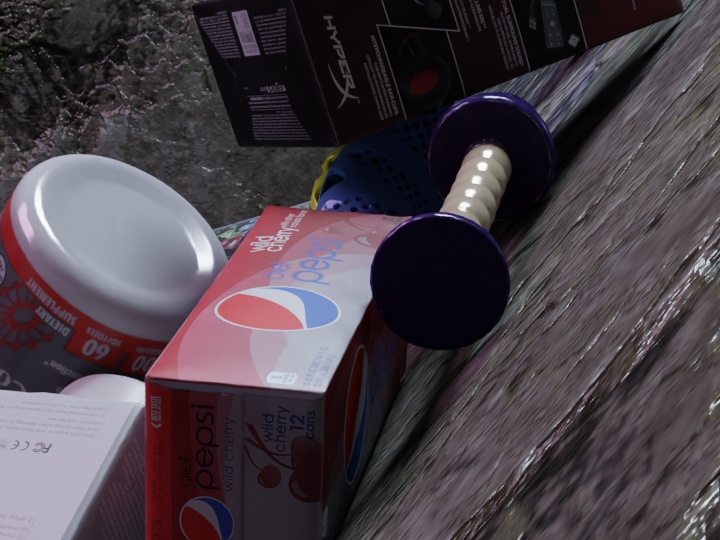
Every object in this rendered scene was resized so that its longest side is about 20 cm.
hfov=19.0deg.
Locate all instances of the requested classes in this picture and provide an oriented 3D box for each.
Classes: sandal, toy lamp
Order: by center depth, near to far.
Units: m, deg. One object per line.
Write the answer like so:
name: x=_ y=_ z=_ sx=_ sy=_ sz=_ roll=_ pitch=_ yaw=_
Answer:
toy lamp: x=0.046 y=-0.029 z=0.858 sx=0.058 sy=0.058 sz=0.200 roll=-48 pitch=7 yaw=20
sandal: x=0.000 y=0.000 z=1.008 sx=0.201 sy=0.079 sz=0.087 roll=-60 pitch=11 yaw=-19

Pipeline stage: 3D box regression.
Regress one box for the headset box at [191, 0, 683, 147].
headset box: x=0.041 y=-0.124 z=0.996 sx=0.199 sy=0.076 sz=0.148 roll=-23 pitch=11 yaw=-19

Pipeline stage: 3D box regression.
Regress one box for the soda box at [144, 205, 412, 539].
soda box: x=-0.026 y=0.037 z=0.797 sx=0.200 sy=0.063 sz=0.071 roll=-63 pitch=-24 yaw=-70

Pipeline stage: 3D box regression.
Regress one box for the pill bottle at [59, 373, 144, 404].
pill bottle: x=-0.142 y=0.142 z=0.919 sx=0.113 sy=0.113 sz=0.200 roll=-45 pitch=7 yaw=45

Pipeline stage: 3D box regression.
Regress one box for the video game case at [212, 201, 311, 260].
video game case: x=-0.058 y=0.018 z=1.177 sx=0.181 sy=0.023 sz=0.200 roll=-15 pitch=24 yaw=31

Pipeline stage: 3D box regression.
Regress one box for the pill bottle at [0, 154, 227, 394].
pill bottle: x=-0.156 y=0.051 z=1.060 sx=0.200 sy=0.116 sz=0.116 roll=-54 pitch=1 yaw=31

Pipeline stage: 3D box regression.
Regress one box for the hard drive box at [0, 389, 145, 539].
hard drive box: x=-0.172 y=0.136 z=0.774 sx=0.201 sy=0.155 sz=0.077 roll=-64 pitch=-31 yaw=-43
